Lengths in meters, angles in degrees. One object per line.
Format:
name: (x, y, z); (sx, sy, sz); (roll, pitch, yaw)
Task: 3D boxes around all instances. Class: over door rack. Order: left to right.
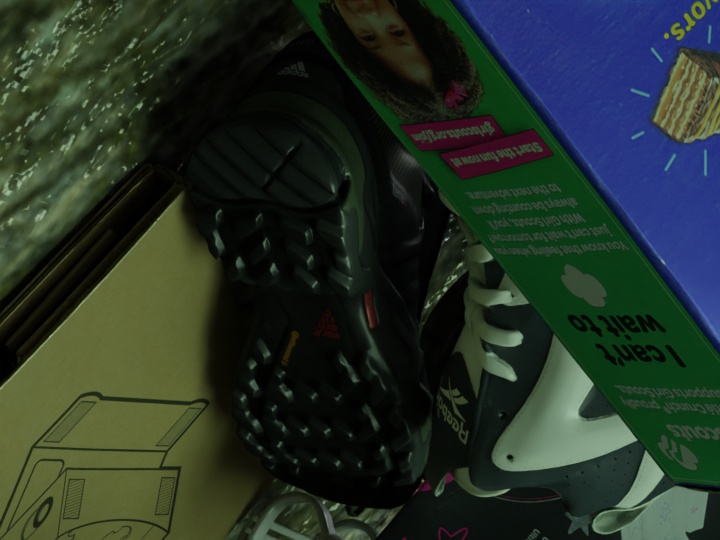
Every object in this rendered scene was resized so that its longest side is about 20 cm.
over door rack: (-0.051, 0.190, 0.937); (0.200, 0.067, 0.148); (-50, 156, 0)

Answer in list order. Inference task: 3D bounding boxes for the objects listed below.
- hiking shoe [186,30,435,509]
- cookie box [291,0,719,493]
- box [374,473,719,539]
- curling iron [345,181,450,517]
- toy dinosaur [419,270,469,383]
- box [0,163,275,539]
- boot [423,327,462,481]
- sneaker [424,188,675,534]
hiking shoe: (0.000, 0.000, 0.795); (0.200, 0.076, 0.101); (82, 28, -46)
cookie box: (0.095, -0.070, 0.573); (0.171, 0.075, 0.200); (-46, 109, -19)
box: (0.101, 0.085, 0.843); (0.200, 0.115, 0.132); (-49, 169, 2)
curling iron: (0.015, 0.011, 0.916); (0.050, 0.026, 0.200); (-54, 160, -60)
toy dinosaur: (0.084, -0.026, 0.917); (0.200, 0.088, 0.047); (-38, 118, 10)
box: (-0.097, 0.075, 0.794); (0.164, 0.021, 0.200); (-49, 154, -18)
boot: (0.120, 0.055, 0.985); (0.073, 0.162, 0.198); (2, 119, -62)
sneaker: (0.045, 0.010, 0.731); (0.199, 0.080, 0.130); (37, 108, -24)
